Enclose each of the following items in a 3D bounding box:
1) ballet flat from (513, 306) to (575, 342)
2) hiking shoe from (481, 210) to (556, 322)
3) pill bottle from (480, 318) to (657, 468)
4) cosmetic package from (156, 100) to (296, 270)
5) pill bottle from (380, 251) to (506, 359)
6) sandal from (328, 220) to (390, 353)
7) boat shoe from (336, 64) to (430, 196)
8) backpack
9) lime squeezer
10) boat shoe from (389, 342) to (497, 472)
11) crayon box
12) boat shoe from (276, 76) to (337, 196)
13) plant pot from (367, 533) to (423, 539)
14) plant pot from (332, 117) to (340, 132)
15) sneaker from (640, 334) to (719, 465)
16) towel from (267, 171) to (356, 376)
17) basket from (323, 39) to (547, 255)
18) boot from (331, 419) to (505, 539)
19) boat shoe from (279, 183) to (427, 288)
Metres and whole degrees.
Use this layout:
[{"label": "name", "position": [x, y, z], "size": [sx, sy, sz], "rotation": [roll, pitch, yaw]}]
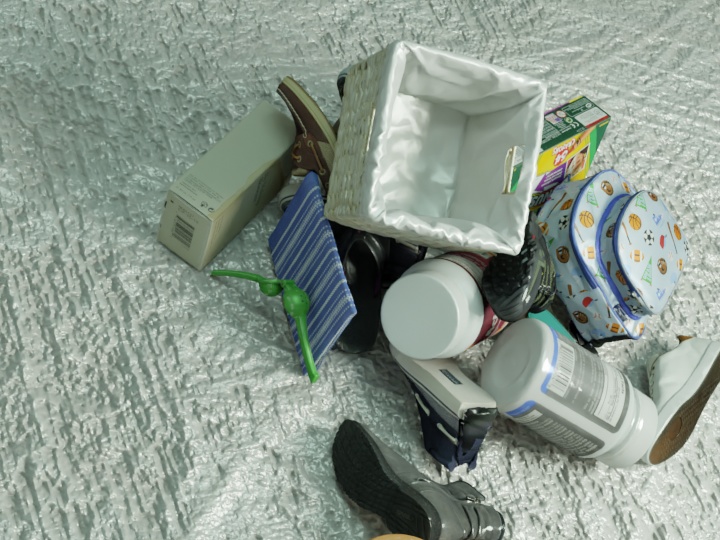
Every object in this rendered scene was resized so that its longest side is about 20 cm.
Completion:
[{"label": "ballet flat", "position": [0.206, 0.055, 1.704], "size": [0.067, 0.069, 0.202], "rotation": [-8, 58, -26]}, {"label": "hiking shoe", "position": [0.197, 0.012, 1.585], "size": [0.101, 0.075, 0.201], "rotation": [56, 27, -20]}, {"label": "pill bottle", "position": [0.246, 0.148, 1.589], "size": [0.199, 0.113, 0.115], "rotation": [31, 46, -27]}, {"label": "cosmetic package", "position": [-0.157, -0.106, 1.672], "size": [0.073, 0.104, 0.200], "rotation": [35, 53, 9]}, {"label": "pill bottle", "position": [0.104, 0.039, 1.598], "size": [0.114, 0.115, 0.199], "rotation": [42, 21, 13]}, {"label": "sandal", "position": [0.001, 0.001, 1.602], "size": [0.074, 0.204, 0.048], "rotation": [-3, 12, -9]}, {"label": "boat shoe", "position": [0.025, -0.148, 1.618], "size": [0.071, 0.072, 0.201], "rotation": [-34, 91, -28]}, {"label": "backpack", "position": [0.309, -0.024, 1.719], "size": [0.191, 0.153, 0.201], "rotation": [46, 48, -16]}, {"label": "lime squeezer", "position": [-0.097, 0.037, 1.592], "size": [0.037, 0.071, 0.200], "rotation": [-17, 51, -44]}, {"label": "boat shoe", "position": [0.082, 0.152, 1.592], "size": [0.074, 0.094, 0.200], "rotation": [4, 23, -27]}, {"label": "crayon box", "position": [0.218, -0.115, 1.758], "size": [0.199, 0.174, 0.058], "rotation": [-28, 57, -36]}, {"label": "boat shoe", "position": [-0.054, -0.137, 1.639], "size": [0.071, 0.072, 0.202], "rotation": [-32, 86, 1]}, {"label": "plant pot", "position": [0.026, 0.357, 1.375], "size": [0.197, 0.141, 0.202], "rotation": [10, 51, -13]}, {"label": "plant pot", "position": [0.077, -0.146, 1.743], "size": [0.198, 0.200, 0.136], "rotation": [-13, 80, -27]}, {"label": "sneaker", "position": [0.381, 0.160, 1.705], "size": [0.084, 0.073, 0.200], "rotation": [18, 50, 35]}, {"label": "towel", "position": [-0.056, 0.004, 1.602], "size": [0.024, 0.145, 0.202], "rotation": [1, 55, -28]}, {"label": "basket", "position": [0.077, -0.129, 1.523], "size": [0.197, 0.160, 0.202], "rotation": [12, 83, -23]}, {"label": "boot", "position": [0.062, 0.243, 1.521], "size": [0.130, 0.070, 0.200], "rotation": [8, 29, -42]}, {"label": "boat shoe", "position": [-0.012, -0.040, 1.686], "size": [0.197, 0.075, 0.094], "rotation": [13, 63, 3]}]
